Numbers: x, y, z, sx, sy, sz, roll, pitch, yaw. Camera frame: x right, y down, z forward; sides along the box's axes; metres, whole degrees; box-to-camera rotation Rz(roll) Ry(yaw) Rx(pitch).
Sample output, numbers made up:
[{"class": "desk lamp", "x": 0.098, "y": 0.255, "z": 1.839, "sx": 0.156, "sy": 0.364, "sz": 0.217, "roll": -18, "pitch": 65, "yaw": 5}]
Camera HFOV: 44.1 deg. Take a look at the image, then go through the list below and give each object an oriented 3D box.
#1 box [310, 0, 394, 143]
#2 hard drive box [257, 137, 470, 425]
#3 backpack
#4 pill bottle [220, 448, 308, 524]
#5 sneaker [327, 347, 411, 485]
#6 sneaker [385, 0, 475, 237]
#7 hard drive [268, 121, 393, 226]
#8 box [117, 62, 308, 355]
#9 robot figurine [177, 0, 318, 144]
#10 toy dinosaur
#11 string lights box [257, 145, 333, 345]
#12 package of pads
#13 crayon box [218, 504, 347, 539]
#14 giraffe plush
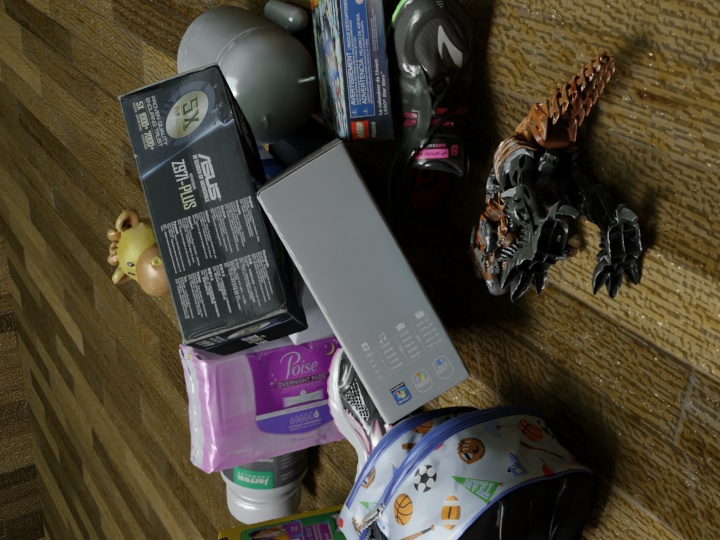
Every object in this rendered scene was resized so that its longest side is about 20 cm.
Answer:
[{"class": "box", "x": -0.012, "y": -0.186, "z": 0.745, "sx": 0.200, "sy": 0.039, "sz": 0.140, "roll": -122, "pitch": 26, "yaw": -75}, {"class": "hard drive box", "x": 0.000, "y": 0.000, "z": 0.721, "sx": 0.202, "sy": 0.076, "sz": 0.156, "roll": 60, "pitch": -178, "yaw": -10}, {"class": "backpack", "x": 0.085, "y": 0.192, "z": 0.689, "sx": 0.155, "sy": 0.198, "sz": 0.192, "roll": 53, "pitch": 129, "yaw": 31}, {"class": "pill bottle", "x": -0.117, "y": 0.198, "z": 1.075, "sx": 0.113, "sy": 0.112, "sz": 0.204, "roll": 33, "pitch": 129, "yaw": 48}, {"class": "sneaker", "x": 0.034, "y": 0.162, "z": 0.867, "sx": 0.085, "sy": 0.080, "sz": 0.204, "roll": -1, "pitch": 109, "yaw": 46}, {"class": "sneaker", "x": 0.060, "y": -0.116, "z": 0.686, "sx": 0.084, "sy": 0.075, "sz": 0.203, "roll": -112, "pitch": 15, "yaw": -55}, {"class": "hard drive", "x": -0.040, "y": -0.063, "z": 0.914, "sx": 0.200, "sy": 0.042, "sz": 0.137, "roll": 44, "pitch": 136, "yaw": 43}, {"class": "box", "x": -0.116, "y": -0.041, "z": 0.744, "sx": 0.164, "sy": 0.085, "sz": 0.204, "roll": 74, "pitch": 180, "yaw": -81}, {"class": "robot figurine", "x": -0.116, "y": -0.200, "z": 0.912, "sx": 0.171, "sy": 0.112, "sz": 0.200, "roll": -58, "pitch": 43, "yaw": 7}, {"class": "toy dinosaur", "x": 0.121, "y": -0.053, "z": 0.613, "sx": 0.202, "sy": 0.100, "sz": 0.137, "roll": 79, "pitch": 174, "yaw": -49}, {"class": "string lights box", "x": -0.084, "y": -0.032, "z": 0.898, "sx": 0.200, "sy": 0.058, "sz": 0.104, "roll": 47, "pitch": 139, "yaw": 38}, {"class": "package of pads", "x": -0.081, "y": 0.119, "z": 0.902, "sx": 0.075, "sy": 0.197, "sz": 0.123, "roll": 16, "pitch": 112, "yaw": 60}, {"class": "crayon box", "x": -0.059, "y": 0.306, "z": 0.902, "sx": 0.200, "sy": 0.169, "sz": 0.060, "roll": -157, "pitch": 58, "yaw": -82}, {"class": "giraffe plush", "x": -0.231, "y": -0.031, "z": 1.123, "sx": 0.199, "sy": 0.160, "sz": 0.176, "roll": 30, "pitch": 126, "yaw": 50}]
